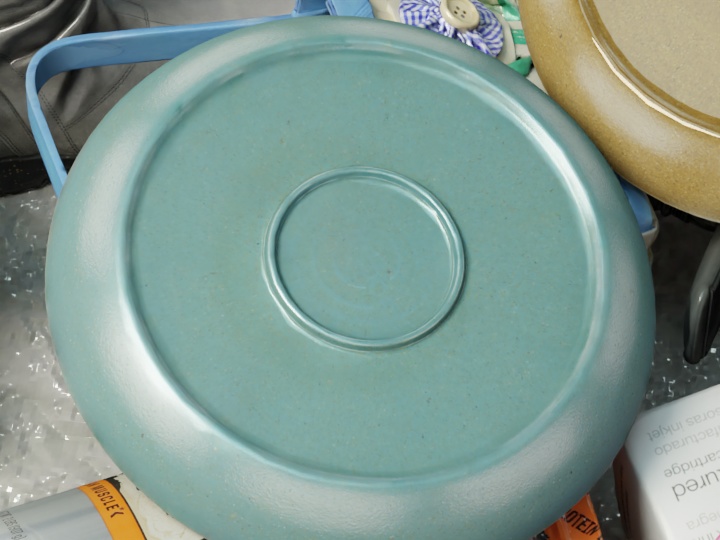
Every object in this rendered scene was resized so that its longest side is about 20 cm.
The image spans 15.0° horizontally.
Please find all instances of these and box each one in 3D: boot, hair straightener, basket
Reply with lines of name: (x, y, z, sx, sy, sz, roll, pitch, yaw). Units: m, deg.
boot: (-0.102, -0.094, 1.041, 0.200, 0.132, 0.070, -17, 56, -2)
hair straightener: (0.138, -0.040, 1.002, 0.077, 0.041, 0.200, 10, 45, 9)
basket: (-0.009, -0.028, 0.983, 0.200, 0.139, 0.177, -14, 58, -11)

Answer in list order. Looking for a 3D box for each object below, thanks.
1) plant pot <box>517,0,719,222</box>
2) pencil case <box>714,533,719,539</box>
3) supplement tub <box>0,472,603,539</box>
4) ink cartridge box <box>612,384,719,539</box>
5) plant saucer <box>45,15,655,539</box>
plant pot: (0.149, -0.113, 0.927, 0.200, 0.027, 0.201, -4, 74, 13)
pencil case: (0.131, 0.111, 0.814, 0.087, 0.087, 0.200, 36, 73, 26)
supplement tub: (-0.026, 0.114, 0.899, 0.200, 0.123, 0.123, -16, 57, -17)
ink cartridge box: (0.186, 0.125, 0.893, 0.146, 0.086, 0.200, -20, 57, -3)
plant saucer: (0.000, 0.000, 0.875, 0.200, 0.027, 0.201, 4, 63, -8)
